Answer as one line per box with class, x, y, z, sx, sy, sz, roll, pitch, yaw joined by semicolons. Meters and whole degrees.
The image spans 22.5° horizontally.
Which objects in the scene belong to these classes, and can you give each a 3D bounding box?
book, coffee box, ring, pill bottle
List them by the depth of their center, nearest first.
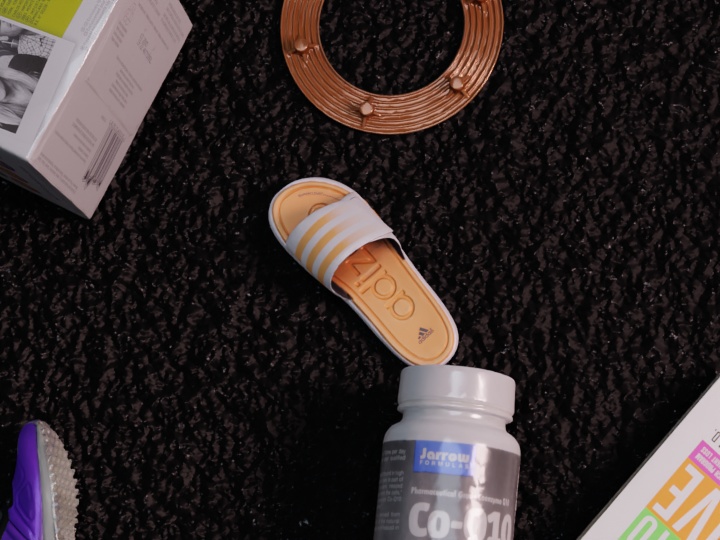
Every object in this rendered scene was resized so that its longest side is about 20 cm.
pill bottle;0.069;0.183;1.444;0.112;0.114;0.203;4;78;6
book;0.281;0.197;1.462;0.133;0.048;0.200;41;82;8
coffee box;-0.286;-0.191;1.513;0.196;0.200;0.202;26;81;10
ring;0.027;-0.218;1.585;0.198;0.019;0.203;-1;78;4

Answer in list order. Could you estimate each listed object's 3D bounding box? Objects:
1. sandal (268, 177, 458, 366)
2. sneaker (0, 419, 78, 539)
sandal;0.006;-0.005;1.519;0.079;0.059;0.207;-44;78;-6
sneaker;-0.285;0.226;1.488;0.098;0.070;0.203;-8;76;6
